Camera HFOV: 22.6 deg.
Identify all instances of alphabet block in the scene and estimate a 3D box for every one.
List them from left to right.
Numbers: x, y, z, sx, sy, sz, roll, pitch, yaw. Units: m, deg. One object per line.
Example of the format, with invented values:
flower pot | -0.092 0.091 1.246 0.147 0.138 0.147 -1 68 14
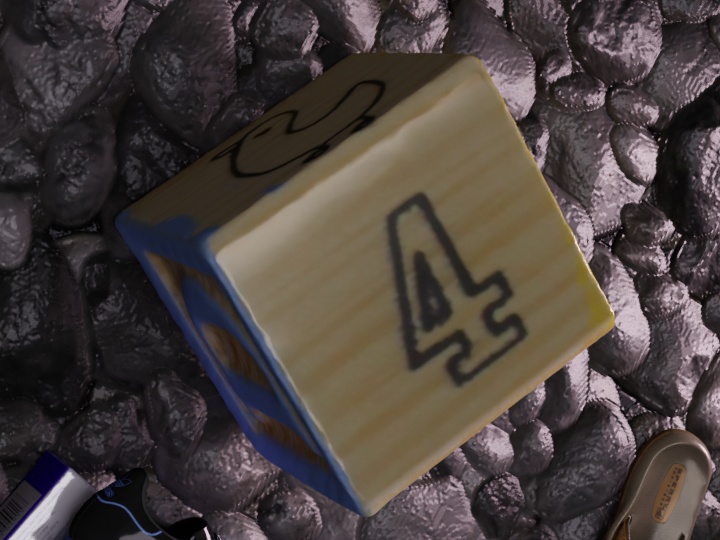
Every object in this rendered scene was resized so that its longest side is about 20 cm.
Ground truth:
alphabet block | 0.000 0.000 1.105 0.199 0.195 0.197 -36 110 -16

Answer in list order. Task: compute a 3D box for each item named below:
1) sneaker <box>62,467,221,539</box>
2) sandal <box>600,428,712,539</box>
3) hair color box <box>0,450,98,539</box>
sneaker | -0.093 0.204 1.087 0.078 0.070 0.200 -48 111 -8
sandal | 0.209 0.213 1.293 0.080 0.054 0.202 21 87 -24
hair color box | -0.156 0.221 1.133 0.200 0.065 0.109 46 78 -19
